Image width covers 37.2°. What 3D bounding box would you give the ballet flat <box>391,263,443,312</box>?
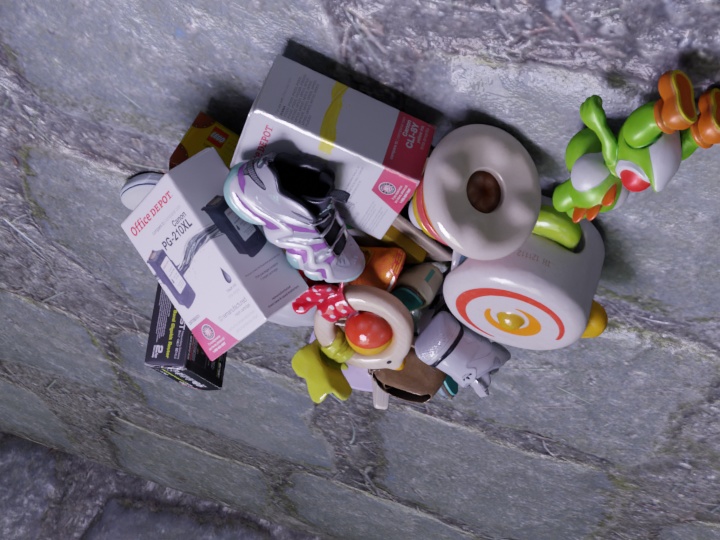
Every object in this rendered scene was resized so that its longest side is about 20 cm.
[{"bbox_3d":[0.049,0.031,1.445,0.069,0.070,0.199,30,157,-19],"label":"ballet flat"}]

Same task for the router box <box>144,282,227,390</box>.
[{"bbox_3d":[-0.232,0.055,1.498,0.061,0.204,0.150,2,163,13],"label":"router box"}]

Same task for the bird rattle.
[{"bbox_3d":[-0.012,0.061,1.341,0.160,0.113,0.203,6,124,5],"label":"bird rattle"}]

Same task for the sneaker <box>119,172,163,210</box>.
[{"bbox_3d":[-0.274,-0.092,1.531,0.197,0.072,0.073,3,149,33],"label":"sneaker"}]

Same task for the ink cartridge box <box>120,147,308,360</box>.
[{"bbox_3d":[-0.174,-0.018,1.254,0.202,0.084,0.144,55,138,0],"label":"ink cartridge box"}]

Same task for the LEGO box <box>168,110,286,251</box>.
[{"bbox_3d":[-0.146,-0.094,1.365,0.198,0.078,0.149,34,163,-3],"label":"LEGO box"}]

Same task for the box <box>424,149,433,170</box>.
[{"bbox_3d":[-0.018,-0.143,1.302,0.197,0.022,0.164,26,154,-8],"label":"box"}]

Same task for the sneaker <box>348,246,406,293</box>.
[{"bbox_3d":[0.000,0.000,1.386,0.076,0.074,0.199,30,164,-17],"label":"sneaker"}]

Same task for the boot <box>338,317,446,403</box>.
[{"bbox_3d":[0.025,0.119,1.472,0.197,0.076,0.074,19,156,25],"label":"boot"}]

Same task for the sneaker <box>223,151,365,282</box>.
[{"bbox_3d":[-0.044,-0.059,1.174,0.199,0.079,0.139,34,151,-27],"label":"sneaker"}]

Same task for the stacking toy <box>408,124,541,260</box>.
[{"bbox_3d":[0.103,-0.078,1.235,0.145,0.148,0.199,29,165,-17],"label":"stacking toy"}]

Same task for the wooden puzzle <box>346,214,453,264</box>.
[{"bbox_3d":[0.011,-0.052,1.397,0.198,0.038,0.184,31,165,-22],"label":"wooden puzzle"}]

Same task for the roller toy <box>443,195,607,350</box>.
[{"bbox_3d":[0.197,0.009,1.299,0.180,0.142,0.200,1,149,35],"label":"roller toy"}]

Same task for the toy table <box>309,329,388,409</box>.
[{"bbox_3d":[0.027,0.116,1.604,0.196,0.188,0.117,-5,171,-10],"label":"toy table"}]

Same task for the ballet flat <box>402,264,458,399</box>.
[{"bbox_3d":[0.082,0.091,1.526,0.074,0.074,0.204,-12,96,49],"label":"ballet flat"}]

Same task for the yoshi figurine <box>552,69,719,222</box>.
[{"bbox_3d":[0.265,-0.129,1.064,0.113,0.111,0.199,55,137,2],"label":"yoshi figurine"}]

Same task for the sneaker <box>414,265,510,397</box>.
[{"bbox_3d":[0.136,0.079,1.407,0.115,0.201,0.075,41,122,-16],"label":"sneaker"}]

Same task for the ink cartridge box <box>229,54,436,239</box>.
[{"bbox_3d":[-0.034,-0.137,1.206,0.197,0.085,0.145,23,152,-8],"label":"ink cartridge box"}]

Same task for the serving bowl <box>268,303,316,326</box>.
[{"bbox_3d":[-0.117,0.032,1.467,0.197,0.067,0.200,19,-176,-1],"label":"serving bowl"}]
